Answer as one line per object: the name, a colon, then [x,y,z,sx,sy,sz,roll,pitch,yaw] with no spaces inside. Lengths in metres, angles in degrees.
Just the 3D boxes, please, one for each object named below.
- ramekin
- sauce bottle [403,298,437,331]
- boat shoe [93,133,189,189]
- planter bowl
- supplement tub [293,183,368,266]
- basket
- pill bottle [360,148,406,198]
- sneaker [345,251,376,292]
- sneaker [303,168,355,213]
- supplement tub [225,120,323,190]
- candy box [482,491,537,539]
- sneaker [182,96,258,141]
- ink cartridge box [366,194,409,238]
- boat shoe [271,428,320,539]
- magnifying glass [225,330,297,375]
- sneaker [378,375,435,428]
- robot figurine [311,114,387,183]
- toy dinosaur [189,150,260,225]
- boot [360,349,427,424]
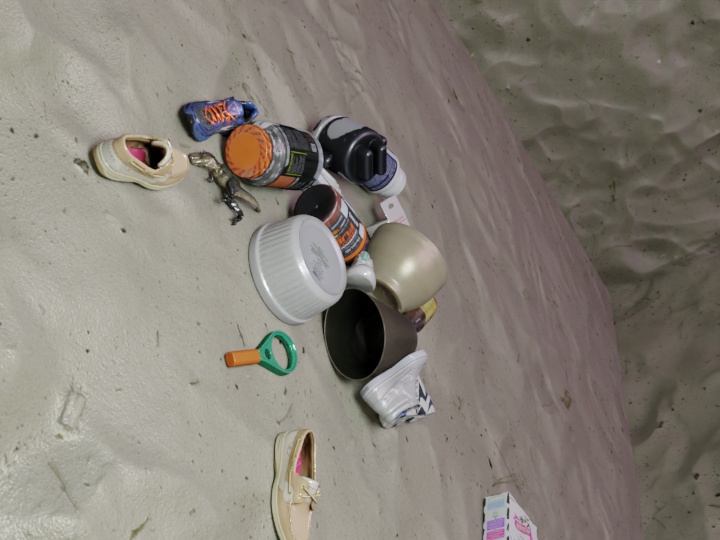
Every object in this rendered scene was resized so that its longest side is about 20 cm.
ramekin: [-0.110,-0.008,1.646,0.200,0.104,0.203,44,35,-41]
sauce bottle: [0.128,0.112,2.064,0.067,0.065,0.200,64,28,-7]
boat shoe: [-0.328,-0.175,1.375,0.199,0.068,0.075,-9,78,-64]
planter bowl: [0.077,0.015,1.921,0.135,0.198,0.202,-50,118,-32]
supplement tub: [-0.052,-0.085,1.801,0.200,0.105,0.109,48,31,-53]
basket: [0.030,0.135,1.784,0.199,0.134,0.184,15,62,-63]
pill bottle: [0.027,-0.254,2.093,0.199,0.110,0.113,35,41,-48]
sneaker: [0.000,0.000,1.771,0.200,0.074,0.090,115,-6,-78]
sneaker: [-0.060,-0.159,1.893,0.201,0.072,0.071,54,33,-26]
supplement tub: [-0.166,-0.221,1.682,0.199,0.121,0.125,-2,71,-63]
candy box: [0.359,0.663,2.072,0.168,0.071,0.202,51,31,-31]
sneaker: [-0.258,-0.290,1.607,0.077,0.077,0.200,65,26,-4]
ink cartridge box: [0.082,-0.071,2.108,0.203,0.067,0.116,67,25,-6]
boat shoe: [-0.100,0.354,1.426,0.073,0.068,0.204,34,41,-48]
magnifying glass: [-0.168,0.147,1.510,0.199,0.022,0.081,1,70,-62]
sneaker: [0.082,0.256,1.850,0.198,0.079,0.132,2,61,-55]
robot figurine: [-0.026,-0.269,1.918,0.199,0.126,0.149,33,6,41]
toy dinosaur: [-0.233,-0.140,1.581,0.200,0.047,0.089,46,26,-43]
boot: [0.091,0.240,1.762,0.199,0.074,0.096,-28,71,-42]
